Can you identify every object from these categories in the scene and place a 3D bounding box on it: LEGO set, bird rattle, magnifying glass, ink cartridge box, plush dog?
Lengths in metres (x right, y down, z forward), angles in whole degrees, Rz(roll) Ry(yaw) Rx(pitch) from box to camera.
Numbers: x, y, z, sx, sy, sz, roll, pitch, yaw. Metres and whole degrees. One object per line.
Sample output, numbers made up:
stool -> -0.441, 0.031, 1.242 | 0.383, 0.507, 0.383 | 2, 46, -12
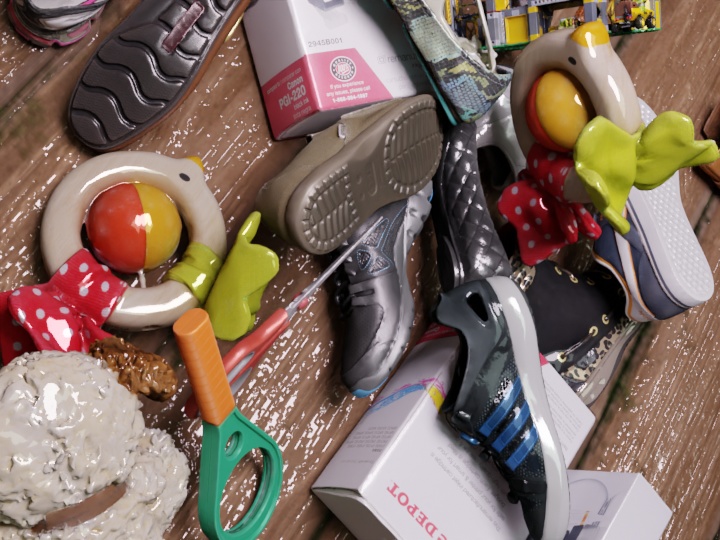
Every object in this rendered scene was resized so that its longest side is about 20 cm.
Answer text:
LEGO set -> 0.153, -0.250, 0.804 | 0.152, 0.198, 0.118 | -14, 103, -40
bird rattle -> -0.160, -0.002, 0.666 | 0.196, 0.113, 0.166 | -10, 70, -14
bird rattle -> 0.170, -0.101, 0.738 | 0.111, 0.200, 0.166 | -19, 92, -15
magnifying glass -> -0.092, 0.111, 0.649 | 0.080, 0.022, 0.202 | -48, 143, -40
ink cartridge box -> -0.019, -0.223, 0.773 | 0.144, 0.084, 0.203 | -15, 88, -32
ink cartridge box -> 0.078, 0.146, 0.769 | 0.148, 0.085, 0.200 | 49, 63, -15
plush dog -> -0.176, 0.130, 0.556 | 0.198, 0.160, 0.175 | -22, 117, -30

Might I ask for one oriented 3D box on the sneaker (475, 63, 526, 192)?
sneaker -> 0.163, -0.101, 0.878 | 0.198, 0.076, 0.093 | 29, 85, -23

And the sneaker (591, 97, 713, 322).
sneaker -> 0.234, -0.053, 0.831 | 0.077, 0.079, 0.203 | 7, 62, -31

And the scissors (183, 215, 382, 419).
scissors -> -0.051, 0.030, 0.688 | 0.014, 0.073, 0.200 | 42, 87, 12

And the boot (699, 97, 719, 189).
boot -> 0.446, -0.152, 1.052 | 0.154, 0.076, 0.202 | 30, 75, -19

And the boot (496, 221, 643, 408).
boot -> 0.183, 0.010, 0.864 | 0.150, 0.073, 0.201 | 42, 68, -17

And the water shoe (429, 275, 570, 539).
water shoe -> 0.100, 0.108, 0.713 | 0.077, 0.072, 0.204 | -12, 88, -4

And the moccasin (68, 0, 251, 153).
moccasin -> -0.135, -0.171, 0.690 | 0.073, 0.078, 0.203 | 33, 90, -9

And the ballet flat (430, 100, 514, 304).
ballet flat -> 0.087, -0.065, 0.792 | 0.056, 0.067, 0.203 | 2, 67, -15

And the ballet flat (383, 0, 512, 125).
ballet flat -> 0.049, -0.208, 0.718 | 0.074, 0.074, 0.201 | -45, 110, -28

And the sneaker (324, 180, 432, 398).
sneaker -> 0.000, 0.000, 0.761 | 0.081, 0.073, 0.203 | 20, 62, -22

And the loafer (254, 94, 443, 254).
loafer -> -0.005, -0.081, 0.704 | 0.199, 0.067, 0.077 | -36, 131, -46

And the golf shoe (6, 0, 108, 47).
golf shoe -> -0.170, -0.247, 0.683 | 0.072, 0.092, 0.202 | 37, 64, -18

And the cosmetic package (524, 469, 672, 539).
cosmetic package -> 0.133, 0.247, 0.747 | 0.052, 0.150, 0.201 | 46, 62, -13
